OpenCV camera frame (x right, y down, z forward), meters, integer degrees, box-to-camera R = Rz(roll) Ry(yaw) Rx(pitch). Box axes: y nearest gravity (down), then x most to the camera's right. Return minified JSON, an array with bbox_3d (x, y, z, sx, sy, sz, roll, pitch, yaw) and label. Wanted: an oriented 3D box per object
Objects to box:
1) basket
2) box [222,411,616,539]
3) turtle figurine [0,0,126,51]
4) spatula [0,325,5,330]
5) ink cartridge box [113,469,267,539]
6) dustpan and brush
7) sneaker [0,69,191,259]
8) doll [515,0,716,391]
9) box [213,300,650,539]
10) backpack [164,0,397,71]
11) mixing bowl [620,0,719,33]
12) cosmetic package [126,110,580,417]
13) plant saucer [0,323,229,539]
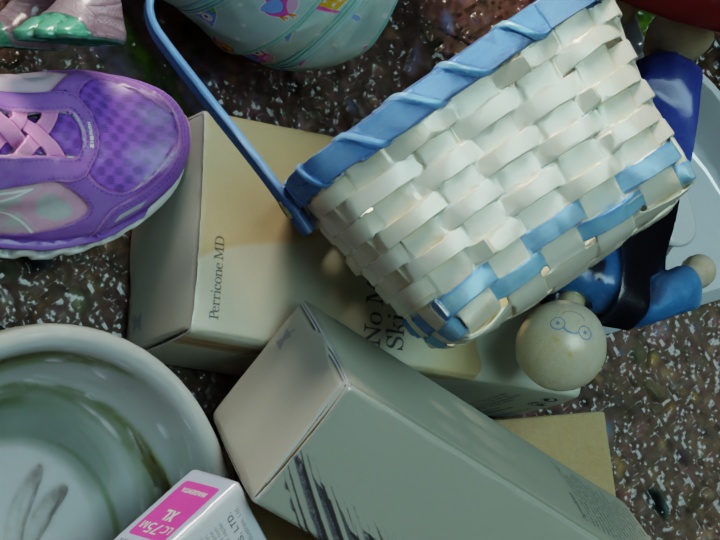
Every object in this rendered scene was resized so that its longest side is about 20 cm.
[{"bbox_3d":[0.028,-0.077,1.207,0.176,0.139,0.200,-31,92,-7],"label":"basket"},{"bbox_3d":[0.036,0.151,1.324,0.199,0.021,0.164,-3,82,-30],"label":"box"},{"bbox_3d":[-0.130,-0.194,1.226,0.100,0.150,0.201,0,91,-11],"label":"turtle figurine"},{"bbox_3d":[-0.188,0.003,1.182,0.056,0.021,0.200,-38,140,9],"label":"spatula"},{"bbox_3d":[-0.103,0.188,1.181,0.200,0.042,0.120,-43,122,-30],"label":"ink cartridge box"},{"bbox_3d":[0.129,-0.077,1.402,0.139,0.057,0.201,-16,87,-31],"label":"dustpan and brush"},{"bbox_3d":[-0.163,-0.050,1.198,0.199,0.088,0.081,-2,79,-19],"label":"sneaker"},{"bbox_3d":[0.101,-0.033,1.300,0.136,0.048,0.201,21,59,-10],"label":"doll"},{"bbox_3d":[0.038,0.100,1.252,0.200,0.082,0.068,33,103,-27],"label":"box"},{"bbox_3d":[-0.021,-0.192,1.290,0.126,0.167,0.200,33,74,-19],"label":"backpack"},{"bbox_3d":[0.122,-0.201,1.288,0.108,0.200,0.201,2,74,16],"label":"mixing bowl"},{"bbox_3d":[0.000,0.000,1.306,0.199,0.071,0.106,9,75,-28],"label":"cosmetic package"},{"bbox_3d":[-0.144,0.119,1.195,0.200,0.050,0.201,-6,100,-39],"label":"plant saucer"}]
